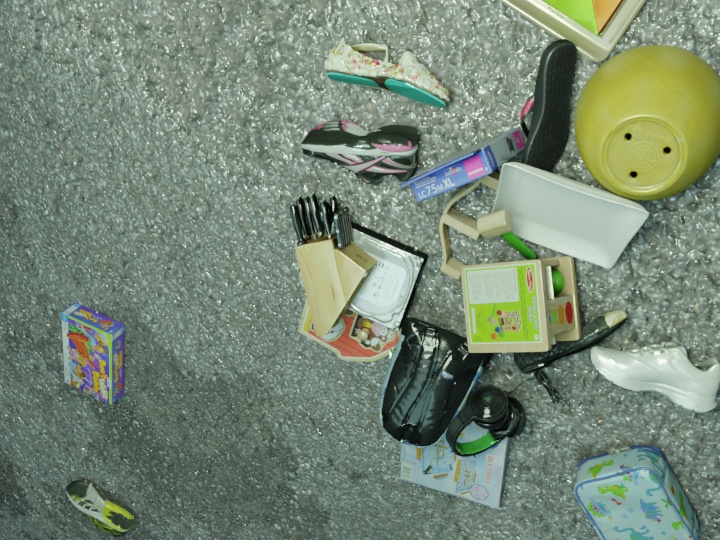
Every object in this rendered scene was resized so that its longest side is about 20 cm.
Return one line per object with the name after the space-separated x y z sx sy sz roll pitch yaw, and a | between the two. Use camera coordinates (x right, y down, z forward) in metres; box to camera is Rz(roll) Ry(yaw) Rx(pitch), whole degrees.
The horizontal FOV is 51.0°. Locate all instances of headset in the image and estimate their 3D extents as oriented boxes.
0.232 0.240 1.230 0.200 0.094 0.123 -45 137 11 | headset

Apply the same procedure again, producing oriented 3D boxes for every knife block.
-0.071 -0.020 1.243 0.175 0.064 0.201 36 113 8 | knife block

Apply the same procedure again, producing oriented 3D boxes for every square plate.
0.285 -0.080 1.061 0.196 0.029 0.200 22 162 11 | square plate

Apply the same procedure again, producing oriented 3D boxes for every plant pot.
0.364 -0.171 0.964 0.197 0.142 0.203 11 120 20 | plant pot

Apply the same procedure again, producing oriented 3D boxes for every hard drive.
0.000 0.000 1.278 0.198 0.038 0.141 25 111 13 | hard drive

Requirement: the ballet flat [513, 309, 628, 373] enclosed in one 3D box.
0.324 0.104 1.185 0.199 0.066 0.057 -30 69 30 | ballet flat

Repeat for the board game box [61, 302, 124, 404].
-0.592 0.185 1.674 0.133 0.045 0.202 21 123 14 | board game box

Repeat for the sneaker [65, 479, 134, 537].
-0.675 0.619 1.931 0.199 0.075 0.085 34 126 5 | sneaker

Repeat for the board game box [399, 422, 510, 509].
0.172 0.324 1.386 0.197 0.041 0.203 13 120 19 | board game box

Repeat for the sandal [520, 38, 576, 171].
0.253 -0.221 1.041 0.045 0.074 0.202 41 139 44 | sandal

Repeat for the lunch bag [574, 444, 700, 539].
0.459 0.395 1.263 0.160 0.083 0.201 -27 103 33 | lunch bag

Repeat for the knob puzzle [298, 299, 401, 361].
-0.012 0.091 1.355 0.217 0.030 0.222 11 120 20 | knob puzzle

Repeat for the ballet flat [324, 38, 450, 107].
0.042 -0.294 1.101 0.197 0.076 0.065 17 89 10 | ballet flat

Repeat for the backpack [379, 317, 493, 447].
0.111 0.199 1.276 0.161 0.154 0.202 20 85 2 | backpack

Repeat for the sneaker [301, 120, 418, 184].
-0.002 -0.175 1.180 0.198 0.081 0.087 11 132 26 | sneaker

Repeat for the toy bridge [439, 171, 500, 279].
0.159 -0.074 1.176 0.067 0.027 0.202 28 130 10 | toy bridge

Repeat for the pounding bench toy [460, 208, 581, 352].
0.241 0.011 1.122 0.123 0.155 0.203 -6 90 35 | pounding bench toy

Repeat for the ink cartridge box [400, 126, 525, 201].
0.146 -0.146 1.045 0.118 0.200 0.042 -20 97 33 | ink cartridge box

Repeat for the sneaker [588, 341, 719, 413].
0.449 0.144 1.150 0.197 0.075 0.088 15 110 10 | sneaker

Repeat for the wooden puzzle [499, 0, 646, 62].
0.284 -0.392 0.947 0.184 0.037 0.201 34 125 5 | wooden puzzle
